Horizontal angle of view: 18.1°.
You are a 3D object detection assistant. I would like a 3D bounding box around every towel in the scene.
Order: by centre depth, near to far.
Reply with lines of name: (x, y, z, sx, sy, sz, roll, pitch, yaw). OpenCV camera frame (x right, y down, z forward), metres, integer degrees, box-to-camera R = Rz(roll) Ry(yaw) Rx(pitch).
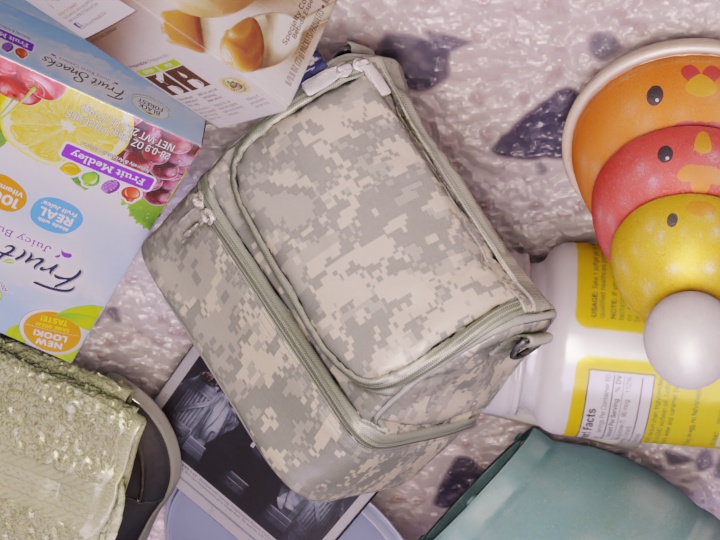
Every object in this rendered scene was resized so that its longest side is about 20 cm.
towel: (-0.233, 0.112, 1.418, 0.199, 0.036, 0.150, 21, 108, 17)

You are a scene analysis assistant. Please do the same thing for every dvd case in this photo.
dvd case: (-0.048, 0.094, 1.427, 0.150, 0.025, 0.200, 40, 130, 3)

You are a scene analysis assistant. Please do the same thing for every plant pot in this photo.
plant pot: (0.116, 0.186, 1.442, 0.134, 0.200, 0.200, 45, 127, 2)

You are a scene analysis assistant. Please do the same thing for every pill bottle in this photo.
pill bottle: (0.161, 0.043, 1.336, 0.198, 0.115, 0.115, 5, 133, 0)

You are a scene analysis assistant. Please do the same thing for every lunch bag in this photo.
lunch bag: (0.000, 0.000, 1.245, 0.168, 0.201, 0.139, -42, 159, 26)

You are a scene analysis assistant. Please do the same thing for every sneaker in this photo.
sneaker: (-0.179, 0.157, 1.457, 0.075, 0.106, 0.201, 34, 141, 16)

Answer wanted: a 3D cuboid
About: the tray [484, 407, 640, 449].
tray: (0.100, 0.062, 1.423, 0.198, 0.022, 0.108, 14, 133, -8)

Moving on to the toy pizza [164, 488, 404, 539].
toy pizza: (-0.041, 0.198, 1.529, 0.199, 0.032, 0.202, 15, 128, 20)

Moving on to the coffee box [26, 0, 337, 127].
coffee box: (-0.109, -0.174, 1.141, 0.199, 0.115, 0.079, 32, 161, -26)

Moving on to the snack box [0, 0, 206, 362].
snack box: (-0.200, -0.058, 1.308, 0.168, 0.068, 0.200, 23, 132, -14)

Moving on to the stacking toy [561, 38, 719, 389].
stacking toy: (0.181, -0.014, 1.221, 0.145, 0.201, 0.147, 2, 134, 2)
